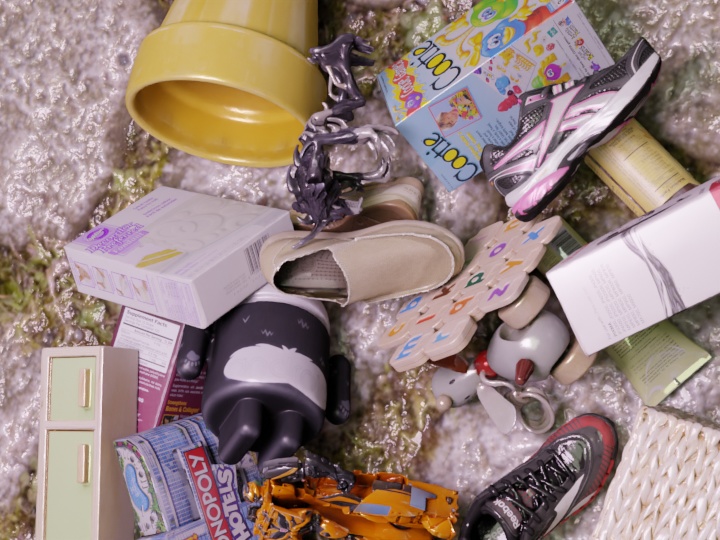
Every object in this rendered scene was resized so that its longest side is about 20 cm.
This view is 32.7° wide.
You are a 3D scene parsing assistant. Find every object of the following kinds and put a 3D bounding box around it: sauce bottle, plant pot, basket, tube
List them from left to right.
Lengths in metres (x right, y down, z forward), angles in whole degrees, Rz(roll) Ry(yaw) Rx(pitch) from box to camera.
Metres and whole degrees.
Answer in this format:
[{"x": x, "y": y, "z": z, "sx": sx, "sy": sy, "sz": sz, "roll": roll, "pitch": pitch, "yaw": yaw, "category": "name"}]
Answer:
[{"x": -0.124, "y": -0.232, "z": 1.272, "sx": 0.200, "sy": 0.201, "sz": 0.189, "roll": 4, "pitch": 69, "yaw": 20, "category": "plant pot"}, {"x": 0.238, "y": 0.035, "z": 1.180, "sx": 0.200, "sy": 0.052, "sz": 0.058, "roll": 48, "pitch": 142, "yaw": 14, "category": "tube"}, {"x": 0.289, "y": -0.068, "z": 1.161, "sx": 0.065, "sy": 0.065, "sz": 0.200, "roll": -43, "pitch": 74, "yaw": 11, "category": "sauce bottle"}, {"x": 0.298, "y": 0.225, "z": 1.054, "sx": 0.161, "sy": 0.198, "sz": 0.200, "roll": 21, "pitch": 92, "yaw": 23, "category": "basket"}]

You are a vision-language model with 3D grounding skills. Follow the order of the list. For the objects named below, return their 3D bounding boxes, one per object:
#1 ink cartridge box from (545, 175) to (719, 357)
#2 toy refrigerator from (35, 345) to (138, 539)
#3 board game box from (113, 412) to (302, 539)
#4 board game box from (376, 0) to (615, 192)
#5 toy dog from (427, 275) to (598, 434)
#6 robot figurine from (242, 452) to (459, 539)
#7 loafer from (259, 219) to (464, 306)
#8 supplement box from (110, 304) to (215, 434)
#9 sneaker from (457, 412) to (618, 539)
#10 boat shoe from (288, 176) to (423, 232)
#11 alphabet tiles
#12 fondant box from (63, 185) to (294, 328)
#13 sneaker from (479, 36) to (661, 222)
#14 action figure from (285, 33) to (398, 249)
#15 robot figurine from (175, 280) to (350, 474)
[{"x": 0.274, "y": -0.016, "z": 1.056, "sx": 0.200, "sy": 0.147, "sz": 0.083, "roll": -29, "pitch": 88, "yaw": 21, "category": "ink cartridge box"}, {"x": -0.271, "y": 0.177, "z": 1.215, "sx": 0.076, "sy": 0.070, "sz": 0.200, "roll": -3, "pitch": 81, "yaw": 23, "category": "toy refrigerator"}, {"x": -0.159, "y": 0.245, "z": 1.199, "sx": 0.062, "sy": 0.200, "sz": 0.200, "roll": -21, "pitch": 86, "yaw": 40, "category": "board game box"}, {"x": 0.131, "y": -0.189, "z": 1.191, "sx": 0.200, "sy": 0.105, "sz": 0.103, "roll": -33, "pitch": 36, "yaw": 13, "category": "board game box"}, {"x": 0.127, "y": 0.096, "z": 1.124, "sx": 0.132, "sy": 0.096, "sz": 0.200, "roll": 31, "pitch": 138, "yaw": 10, "category": "toy dog"}, {"x": -0.014, "y": 0.232, "z": 1.173, "sx": 0.200, "sy": 0.145, "sz": 0.058, "roll": 10, "pitch": 50, "yaw": -9, "category": "robot figurine"}, {"x": 0.000, "y": 0.000, "z": 1.171, "sx": 0.200, "sy": 0.068, "sz": 0.076, "roll": -4, "pitch": 119, "yaw": 7, "category": "loafer"}, {"x": -0.214, "y": 0.133, "z": 1.294, "sx": 0.086, "sy": 0.110, "sz": 0.200, "roll": 16, "pitch": 89, "yaw": 24, "category": "supplement box"}, {"x": 0.164, "y": 0.213, "z": 1.157, "sx": 0.200, "sy": 0.098, "sz": 0.071, "roll": -46, "pitch": 70, "yaw": 8, "category": "sneaker"}, {"x": -0.024, "y": -0.051, "z": 1.275, "sx": 0.200, "sy": 0.072, "sz": 0.065, "roll": -15, "pitch": 36, "yaw": 31, "category": "boat shoe"}, {"x": 0.103, "y": 0.016, "z": 1.155, "sx": 0.015, "sy": 0.200, "sz": 0.196, "roll": 48, "pitch": 141, "yaw": -15, "category": "alphabet tiles"}, {"x": -0.183, "y": -0.019, "z": 1.255, "sx": 0.200, "sy": 0.144, "sz": 0.058, "roll": 12, "pitch": 127, "yaw": 40, "category": "fondant box"}, {"x": 0.188, "y": -0.144, "z": 1.122, "sx": 0.200, "sy": 0.080, "sz": 0.086, "roll": -45, "pitch": 79, "yaw": 2, "category": "sneaker"}, {"x": -0.015, "y": -0.116, "z": 1.155, "sx": 0.102, "sy": 0.119, "sz": 0.200, "roll": 7, "pitch": 80, "yaw": -5, "category": "action figure"}, {"x": -0.093, "y": 0.102, "z": 1.223, "sx": 0.125, "sy": 0.150, "sz": 0.200, "roll": -16, "pitch": 46, "yaw": 20, "category": "robot figurine"}]
